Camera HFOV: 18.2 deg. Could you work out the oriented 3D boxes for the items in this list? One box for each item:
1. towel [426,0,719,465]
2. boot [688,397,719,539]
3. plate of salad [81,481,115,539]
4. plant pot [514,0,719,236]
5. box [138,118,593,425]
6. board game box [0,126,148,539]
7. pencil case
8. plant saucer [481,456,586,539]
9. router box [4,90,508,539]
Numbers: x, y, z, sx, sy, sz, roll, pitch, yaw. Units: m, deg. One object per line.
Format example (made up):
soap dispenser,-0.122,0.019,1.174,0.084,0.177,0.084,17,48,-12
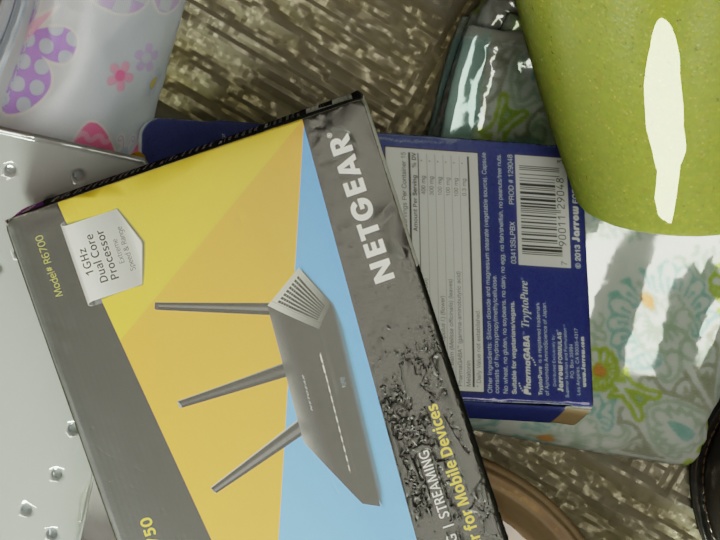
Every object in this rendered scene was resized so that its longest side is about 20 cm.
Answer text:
towel,0.105,-0.015,1.053,0.170,0.048,0.202,12,100,-14
boot,0.218,0.102,1.029,0.069,0.174,0.202,-3,120,-13
plate of salad,-0.059,0.047,1.015,0.198,0.048,0.202,-1,87,10
plant pot,0.136,-0.124,0.933,0.185,0.187,0.202,-5,112,-12
box,0.000,0.000,0.967,0.198,0.032,0.122,4,72,-13
board game box,-0.200,0.026,0.931,0.198,0.026,0.202,12,108,-7
pencil case,-0.123,-0.110,0.959,0.090,0.083,0.202,12,100,-38
plant saucer,0.015,0.173,0.949,0.198,0.029,0.202,0,97,0
router box,-0.037,0.048,0.892,0.148,0.051,0.202,-19,98,2
